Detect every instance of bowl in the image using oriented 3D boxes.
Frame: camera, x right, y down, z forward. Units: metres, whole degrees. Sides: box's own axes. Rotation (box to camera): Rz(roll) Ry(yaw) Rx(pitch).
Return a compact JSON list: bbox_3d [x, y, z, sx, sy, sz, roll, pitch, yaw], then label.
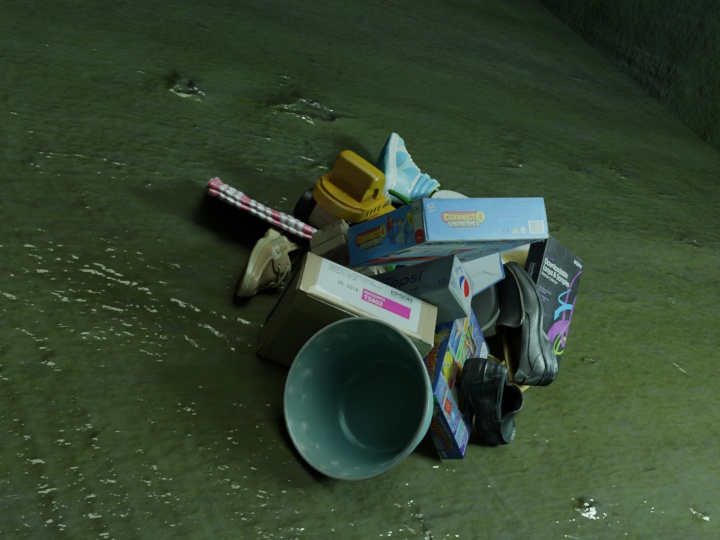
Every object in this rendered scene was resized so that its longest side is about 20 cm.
[{"bbox_3d":[0.012,0.168,1.399,0.201,0.201,0.105,45,7,27],"label":"bowl"}]

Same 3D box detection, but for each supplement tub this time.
[{"bbox_3d":[0.220,0.032,1.832,0.145,0.146,0.200,44,31,26],"label":"supplement tub"}]

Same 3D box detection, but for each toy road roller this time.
[{"bbox_3d":[-0.007,-0.132,1.887,0.123,0.146,0.200,37,29,12],"label":"toy road roller"}]

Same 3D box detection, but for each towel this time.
[{"bbox_3d":[-0.152,-0.096,1.751,0.199,0.030,0.146,25,2,-9],"label":"towel"}]

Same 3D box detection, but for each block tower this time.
[{"bbox_3d":[0.000,0.000,1.618,0.200,0.058,0.054,46,25,-48],"label":"block tower"}]

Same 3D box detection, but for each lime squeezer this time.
[{"bbox_3d":[0.076,-0.074,1.706,0.038,0.071,0.201,39,31,-27],"label":"lime squeezer"}]

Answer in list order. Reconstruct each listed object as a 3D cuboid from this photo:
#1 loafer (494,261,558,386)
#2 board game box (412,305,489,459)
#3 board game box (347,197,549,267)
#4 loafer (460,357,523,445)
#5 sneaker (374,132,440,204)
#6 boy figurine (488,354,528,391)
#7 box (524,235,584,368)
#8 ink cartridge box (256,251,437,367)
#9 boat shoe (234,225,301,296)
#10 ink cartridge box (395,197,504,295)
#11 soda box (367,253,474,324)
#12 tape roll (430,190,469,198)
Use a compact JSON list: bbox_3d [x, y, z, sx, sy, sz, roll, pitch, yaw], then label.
[{"bbox_3d":[0.237,0.079,1.675,0.072,0.073,0.201,-2,64,-29],"label":"loafer"},{"bbox_3d":[0.129,0.141,1.535,0.034,0.136,0.200,-6,40,25],"label":"board game box"},{"bbox_3d":[0.115,-0.051,1.497,0.199,0.196,0.056,-2,82,-31],"label":"board game box"},{"bbox_3d":[0.192,0.188,1.535,0.070,0.201,0.068,2,56,23],"label":"loafer"},{"bbox_3d":[0.095,-0.183,2.143,0.130,0.080,0.200,22,38,-11],"label":"sneaker"},{"bbox_3d":[0.182,0.155,1.685,0.199,0.065,0.125,14,29,-21],"label":"boy figurine"},{"bbox_3d":[0.301,0.056,1.793,0.036,0.201,0.143,6,-14,37],"label":"box"},{"bbox_3d":[-0.019,0.082,1.496,0.199,0.165,0.075,24,46,-12],"label":"ink cartridge box"},{"bbox_3d":[-0.133,-0.010,1.648,0.064,0.071,0.200,28,27,-1],"label":"boat shoe"},{"bbox_3d":[0.110,-0.031,1.718,0.136,0.077,0.200,-28,42,-16],"label":"ink cartridge box"},{"bbox_3d":[0.055,0.042,1.541,0.064,0.199,0.068,53,35,-34],"label":"soda box"},{"bbox_3d":[0.200,-0.065,2.053,0.202,0.037,0.203,27,35,-21],"label":"tape roll"}]
